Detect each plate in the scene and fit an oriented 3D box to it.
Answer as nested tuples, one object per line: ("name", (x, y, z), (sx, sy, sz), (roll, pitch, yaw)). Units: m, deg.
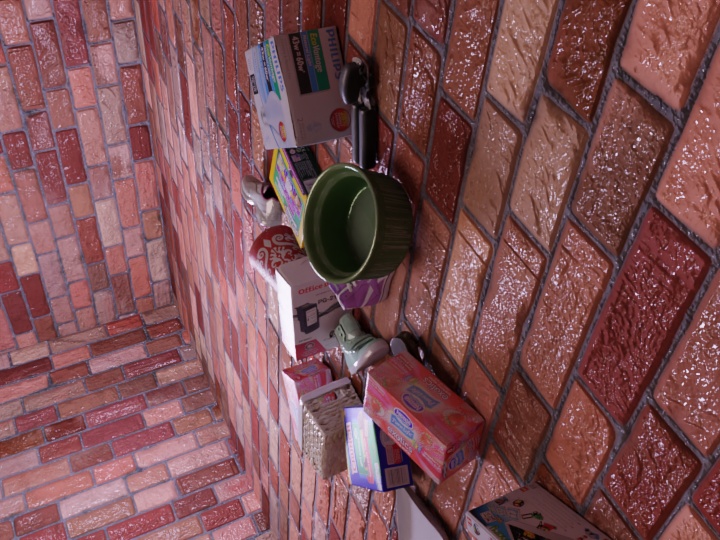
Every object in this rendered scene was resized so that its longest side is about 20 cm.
("plate", (0.133, 0.557, 1.628), (0.200, 0.032, 0.202), (43, 143, 53))

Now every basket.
("basket", (-0.062, 0.374, 1.849), (0.124, 0.134, 0.202), (51, 149, 37))

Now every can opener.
("can opener", (-0.005, -0.266, 1.345), (0.053, 0.066, 0.202), (47, 151, 46))

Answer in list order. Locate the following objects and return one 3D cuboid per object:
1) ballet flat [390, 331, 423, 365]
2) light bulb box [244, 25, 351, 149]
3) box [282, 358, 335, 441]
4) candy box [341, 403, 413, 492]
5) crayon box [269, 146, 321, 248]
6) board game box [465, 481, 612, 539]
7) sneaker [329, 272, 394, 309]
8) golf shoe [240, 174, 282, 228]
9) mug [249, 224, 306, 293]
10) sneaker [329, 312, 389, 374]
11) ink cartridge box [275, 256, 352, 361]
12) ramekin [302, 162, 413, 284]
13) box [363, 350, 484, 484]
("ballet flat", (0.104, 0.203, 1.442), (0.067, 0.046, 0.202), (-2, 110, 49))
("light bulb box", (-0.116, -0.336, 1.479), (0.200, 0.123, 0.201), (-165, 61, -67))
("box", (-0.121, 0.340, 1.990), (0.094, 0.101, 0.203), (26, 128, 62))
("candy box", (0.030, 0.365, 1.654), (0.200, 0.076, 0.172), (152, 112, -69))
("crayon box", (-0.133, -0.179, 1.725), (0.173, 0.058, 0.202), (111, 139, -59))
("board game box", (0.249, 0.367, 1.076), (0.200, 0.125, 0.035), (29, 131, 62))
("sneaker", (0.000, 0.001, 1.449), (0.202, 0.113, 0.073), (97, 150, -43))
("golf shoe", (-0.243, -0.194, 1.992), (0.201, 0.075, 0.092), (53, 136, 38))
("mug", (-0.143, 0.007, 1.845), (0.134, 0.176, 0.200), (-57, 46, 14))
("sneaker", (-0.009, 0.141, 1.617), (0.119, 0.073, 0.200), (63, 160, 8))
("ink cartridge box", (-0.096, 0.074, 1.695), (0.084, 0.143, 0.202), (46, 146, 47))
("ramekin", (-0.002, -0.077, 1.338), (0.199, 0.097, 0.203), (-2, 87, 49))
("box", (0.104, 0.245, 1.337), (0.200, 0.094, 0.104), (40, 140, 34))
